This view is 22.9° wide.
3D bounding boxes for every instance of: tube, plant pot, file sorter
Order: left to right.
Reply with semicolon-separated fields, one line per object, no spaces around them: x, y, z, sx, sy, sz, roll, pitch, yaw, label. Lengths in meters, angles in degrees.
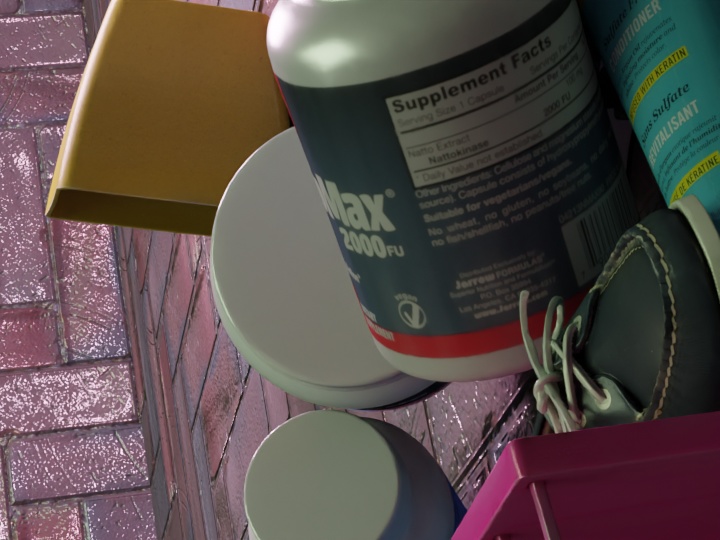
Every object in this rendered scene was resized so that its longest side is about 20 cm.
-0.162;-0.133;1.550;0.200;0.198;0.178;155;120;-76;plant pot
0.114;-0.084;0.650;0.078;0.050;0.201;-51;46;43;tube
0.107;0.145;0.610;0.200;0.138;0.126;109;151;-60;file sorter

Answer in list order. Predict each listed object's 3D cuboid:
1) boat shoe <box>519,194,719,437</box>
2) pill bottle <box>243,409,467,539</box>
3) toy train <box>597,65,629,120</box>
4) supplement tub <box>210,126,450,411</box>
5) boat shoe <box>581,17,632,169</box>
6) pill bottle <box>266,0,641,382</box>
0.089;0.045;0.632;0.200;0.061;0.075;94;166;-61;boat shoe
0.003;0.145;0.969;0.200;0.111;0.113;62;-165;-65;pill bottle
0.110;-0.159;0.704;0.046;0.034;0.202;-162;67;-72;toy train
0.000;0.000;0.902;0.200;0.139;0.142;45;-142;-83;supplement tub
0.081;-0.045;0.795;0.074;0.067;0.201;-111;21;-49;boat shoe
0.031;-0.071;0.682;0.120;0.119;0.201;-127;15;-65;pill bottle
